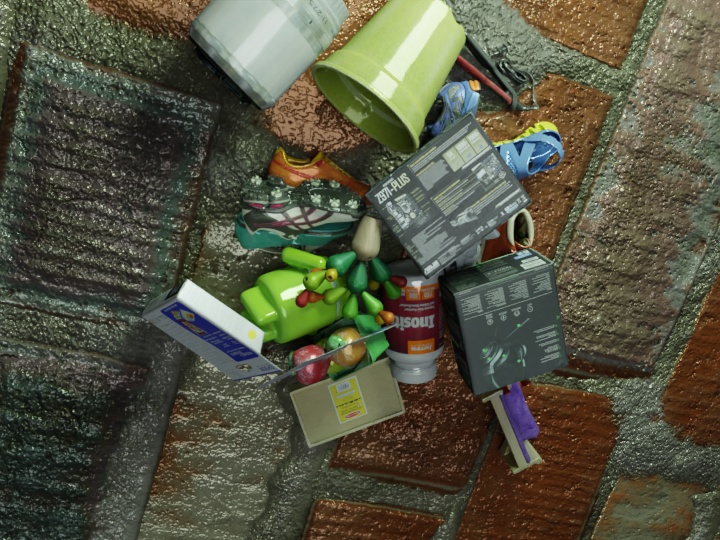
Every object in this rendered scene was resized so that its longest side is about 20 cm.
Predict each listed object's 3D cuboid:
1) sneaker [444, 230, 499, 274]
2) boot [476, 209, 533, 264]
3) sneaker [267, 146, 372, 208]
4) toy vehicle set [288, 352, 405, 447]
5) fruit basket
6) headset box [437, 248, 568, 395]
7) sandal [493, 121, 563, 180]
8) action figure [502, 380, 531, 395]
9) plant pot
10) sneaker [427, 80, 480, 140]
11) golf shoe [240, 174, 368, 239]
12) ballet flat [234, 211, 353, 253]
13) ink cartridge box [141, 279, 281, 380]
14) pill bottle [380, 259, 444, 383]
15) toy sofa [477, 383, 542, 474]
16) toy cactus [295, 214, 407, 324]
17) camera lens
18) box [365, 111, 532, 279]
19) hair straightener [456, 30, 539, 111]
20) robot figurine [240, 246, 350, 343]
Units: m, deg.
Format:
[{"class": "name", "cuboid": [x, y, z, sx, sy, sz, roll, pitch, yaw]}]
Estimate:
[{"class": "sneaker", "cuboid": [0.194, -0.048, 1.113, 0.113, 0.076, 0.201, -10, 128, 27]}, {"class": "boot", "cuboid": [0.261, -0.030, 1.151, 0.074, 0.107, 0.203, -14, 113, -17]}, {"class": "sneaker", "cuboid": [-0.051, -0.150, 1.063, 0.197, 0.073, 0.078, 14, 108, -16]}, {"class": "toy vehicle set", "cuboid": [-0.024, 0.242, 1.217, 0.197, 0.027, 0.126, -18, 110, -6]}, {"class": "fruit basket", "cuboid": [-0.060, 0.135, 1.070, 0.198, 0.185, 0.095, -11, 75, -39]}, {"class": "headset box", "cuboid": [0.239, 0.090, 1.080, 0.172, 0.093, 0.203, -17, 109, -4]}, {"class": "sandal", "cuboid": [0.267, -0.186, 1.113, 0.198, 0.087, 0.080, -31, 122, 1]}, {"class": "action figure", "cuboid": [0.248, 0.118, 1.170, 0.064, 0.099, 0.202, -22, 78, -6]}, {"class": "plant pot", "cuboid": [0.057, -0.315, 0.987, 0.200, 0.200, 0.185, 38, 86, -20]}, {"class": "sneaker", "cuboid": [0.149, -0.220, 1.095, 0.077, 0.075, 0.203, 10, 106, 6]}, {"class": "golf shoe", "cuboid": [-0.088, -0.095, 1.019, 0.197, 0.078, 0.089, 5, 129, -5]}, {"class": "ballet flat", "cuboid": [-0.112, -0.062, 1.091, 0.197, 0.068, 0.071, 0, 131, -12]}, {"class": "ink cartridge box", "cuboid": [-0.237, 0.102, 1.046, 0.199, 0.197, 0.047, 37, 60, -21]}, {"class": "pill bottle", "cuboid": [0.093, 0.091, 1.149, 0.111, 0.113, 0.203, -6, 108, -10]}, {"class": "toy sofa", "cuboid": [0.296, 0.286, 1.271, 0.097, 0.083, 0.202, -26, 111, -2]}, {"class": "toy cactus", "cuboid": [0.000, 0.000, 0.999, 0.198, 0.102, 0.168, 9, 101, -30]}, {"class": "camera lens", "cuboid": [-0.135, -0.349, 0.936, 0.200, 0.160, 0.160, -45, 111, 4]}, {"class": "box", "cuboid": [0.132, -0.115, 0.999, 0.199, 0.086, 0.164, -37, 97, 10]}, {"class": "hair straightener", "cuboid": [0.234, -0.338, 1.083, 0.199, 0.041, 0.077, 32, 98, -19]}, {"class": "robot figurine", "cuboid": [-0.098, 0.046, 1.076, 0.198, 0.116, 0.177, -21, 140, -28]}]
